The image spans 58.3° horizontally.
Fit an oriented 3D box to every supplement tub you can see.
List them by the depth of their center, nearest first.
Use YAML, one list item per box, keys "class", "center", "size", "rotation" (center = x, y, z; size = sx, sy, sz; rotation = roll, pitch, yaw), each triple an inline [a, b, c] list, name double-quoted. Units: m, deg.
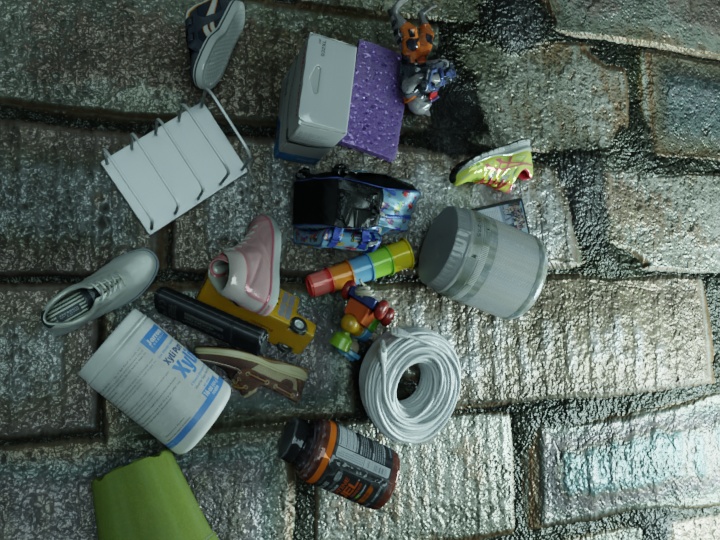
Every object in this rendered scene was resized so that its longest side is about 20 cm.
- class: "supplement tub"
  center: [-0.311, 0.171, 0.990]
  size: [0.200, 0.132, 0.133]
  rotation: [43, 74, -13]
- class: "supplement tub"
  center: [-0.038, 0.319, 1.089]
  size: [0.197, 0.107, 0.109]
  rotation: [27, 77, -15]

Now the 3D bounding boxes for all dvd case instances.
- class: "dvd case"
  center: [0.250, -0.054, 1.268]
  size: [0.196, 0.018, 0.146]
  rotation: [-13, 90, -19]

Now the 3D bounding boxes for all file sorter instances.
- class: "file sorter"
  center: [-0.290, -0.176, 1.029]
  size: [0.199, 0.124, 0.140]
  rotation: [-37, 98, -19]

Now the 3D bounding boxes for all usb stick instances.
- class: "usb stick"
  center: [-0.239, 0.081, 1.031]
  size: [0.197, 0.056, 0.033]
  rotation: [22, 44, 7]

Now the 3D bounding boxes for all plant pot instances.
- class: "plant pot"
  center: [-0.311, 0.378, 0.957]
  size: [0.197, 0.200, 0.193]
  rotation: [-19, 80, -20]

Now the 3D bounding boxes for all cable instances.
- class: "cable"
  center: [0.088, 0.200, 1.142]
  size: [0.197, 0.069, 0.205]
  rotation: [10, 92, -32]

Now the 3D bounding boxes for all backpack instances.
- class: "backpack"
  center: [-0.002, -0.101, 1.106]
  size: [0.196, 0.181, 0.138]
  rotation: [3, 93, -31]

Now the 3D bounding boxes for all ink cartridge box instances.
- class: "ink cartridge box"
  center: [-0.080, -0.275, 1.071]
  size: [0.082, 0.200, 0.149]
  rotation: [9, 83, -18]

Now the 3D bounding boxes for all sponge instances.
- class: "sponge"
  center: [0.029, -0.316, 1.205]
  size: [0.109, 0.030, 0.205]
  rotation: [13, 81, -19]

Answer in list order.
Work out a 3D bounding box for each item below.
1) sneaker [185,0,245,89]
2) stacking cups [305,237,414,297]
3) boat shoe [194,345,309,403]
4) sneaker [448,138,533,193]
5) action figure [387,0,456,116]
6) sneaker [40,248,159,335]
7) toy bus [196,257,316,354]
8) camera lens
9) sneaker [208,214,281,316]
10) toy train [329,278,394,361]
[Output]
- class: "sneaker"
  center: [-0.256, -0.377, 1.067]
  size: [0.078, 0.079, 0.203]
  rotation: [12, 53, 2]
- class: "stacking cups"
  center: [0.000, 0.000, 1.151]
  size: [0.197, 0.060, 0.062]
  rotation: [-20, 92, -20]
- class: "boat shoe"
  center: [-0.184, 0.175, 1.069]
  size: [0.197, 0.072, 0.073]
  rotation: [19, 79, -23]
- class: "sneaker"
  center: [0.263, -0.190, 1.254]
  size: [0.197, 0.078, 0.092]
  rotation: [-20, 95, -20]
- class: "action figure"
  center: [0.110, -0.386, 1.196]
  size: [0.102, 0.200, 0.198]
  rotation: [1, 103, 23]
- class: "sneaker"
  center: [-0.399, 0.035, 1.000]
  size: [0.199, 0.071, 0.074]
  rotation: [-39, 98, -18]
- class: "toy bus"
  center: [-0.170, 0.062, 1.073]
  size: [0.197, 0.065, 0.079]
  rotation: [27, 39, -16]
- class: "camera lens"
  center: [0.223, -0.012, 1.162]
  size: [0.197, 0.160, 0.163]
  rotation: [20, 79, -16]
- class: "sneaker"
  center: [-0.186, -0.027, 1.031]
  size: [0.103, 0.075, 0.203]
  rotation: [22, 41, -30]
- class: "toy train"
  center: [-0.014, 0.084, 1.076]
  size: [0.084, 0.200, 0.117]
  rotation: [29, 84, 17]
